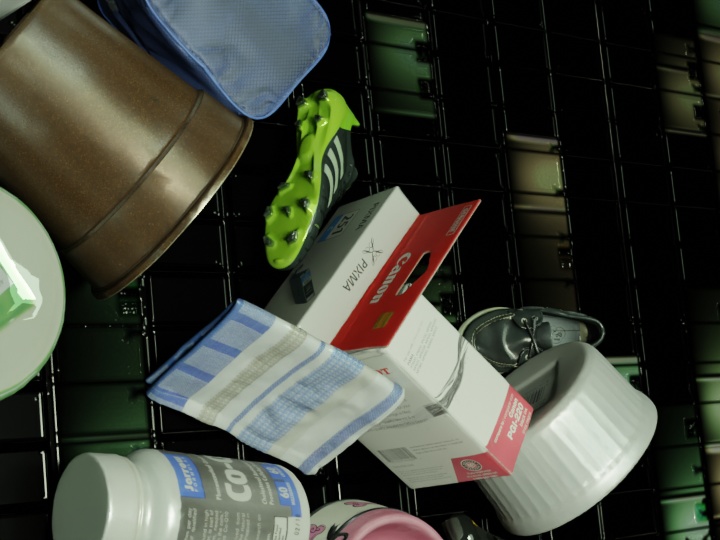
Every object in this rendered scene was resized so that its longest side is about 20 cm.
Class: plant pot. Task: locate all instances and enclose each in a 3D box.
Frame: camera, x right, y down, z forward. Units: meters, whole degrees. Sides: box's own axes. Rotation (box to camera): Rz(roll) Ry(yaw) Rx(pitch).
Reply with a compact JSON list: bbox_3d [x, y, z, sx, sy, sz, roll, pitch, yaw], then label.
[{"bbox_3d":[-0.226,-0.115,1.224,0.198,0.200,0.201,42,56,-18],"label":"plant pot"}]

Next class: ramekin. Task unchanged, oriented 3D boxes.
[{"bbox_3d":[0.194,0.165,1.523,0.098,0.200,0.201,50,52,-12],"label":"ramekin"},{"bbox_3d":[-0.328,0.021,1.155,0.199,0.097,0.201,10,74,-39],"label":"ramekin"}]

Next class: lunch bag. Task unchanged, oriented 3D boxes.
[{"bbox_3d":[-0.143,-0.236,1.358,0.136,0.132,0.200,-48,114,-20],"label":"lunch bag"}]

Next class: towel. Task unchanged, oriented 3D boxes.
[{"bbox_3d":[-0.075,0.109,1.333,0.199,0.147,0.024,31,35,-30],"label":"towel"}]

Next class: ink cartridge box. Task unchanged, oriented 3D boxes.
[{"bbox_3d":[0.000,0.000,1.397,0.045,0.176,0.200,50,52,-21],"label":"ink cartridge box"},{"bbox_3d":[0.047,0.115,1.432,0.200,0.145,0.085,43,53,-27],"label":"ink cartridge box"}]

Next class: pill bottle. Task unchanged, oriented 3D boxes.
[{"bbox_3d":[-0.151,0.211,1.258,0.199,0.113,0.115,13,72,-39],"label":"pill bottle"}]

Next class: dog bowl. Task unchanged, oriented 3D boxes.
[{"bbox_3d":[0.015,0.315,1.408,0.199,0.074,0.202,11,72,-40],"label":"dog bowl"}]

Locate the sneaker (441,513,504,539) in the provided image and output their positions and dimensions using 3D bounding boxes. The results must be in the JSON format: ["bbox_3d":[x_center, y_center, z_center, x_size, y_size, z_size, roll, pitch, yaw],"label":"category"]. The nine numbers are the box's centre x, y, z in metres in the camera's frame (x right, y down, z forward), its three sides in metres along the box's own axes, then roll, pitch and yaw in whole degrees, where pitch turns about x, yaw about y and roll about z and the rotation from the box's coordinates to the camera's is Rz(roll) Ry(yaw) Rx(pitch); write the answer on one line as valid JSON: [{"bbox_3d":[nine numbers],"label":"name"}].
[{"bbox_3d":[0.152,0.291,1.490,0.200,0.090,0.070,57,6,-40],"label":"sneaker"}]

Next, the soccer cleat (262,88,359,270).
[{"bbox_3d":[-0.041,-0.083,1.458,0.081,0.067,0.201,39,56,-44],"label":"soccer cleat"}]

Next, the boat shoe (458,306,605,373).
[{"bbox_3d":[0.192,0.074,1.622,0.199,0.066,0.075,6,77,-40],"label":"boat shoe"}]

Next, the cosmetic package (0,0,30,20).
[{"bbox_3d":[-0.290,-0.321,1.221,0.168,0.166,0.200,52,53,-20],"label":"cosmetic package"}]
